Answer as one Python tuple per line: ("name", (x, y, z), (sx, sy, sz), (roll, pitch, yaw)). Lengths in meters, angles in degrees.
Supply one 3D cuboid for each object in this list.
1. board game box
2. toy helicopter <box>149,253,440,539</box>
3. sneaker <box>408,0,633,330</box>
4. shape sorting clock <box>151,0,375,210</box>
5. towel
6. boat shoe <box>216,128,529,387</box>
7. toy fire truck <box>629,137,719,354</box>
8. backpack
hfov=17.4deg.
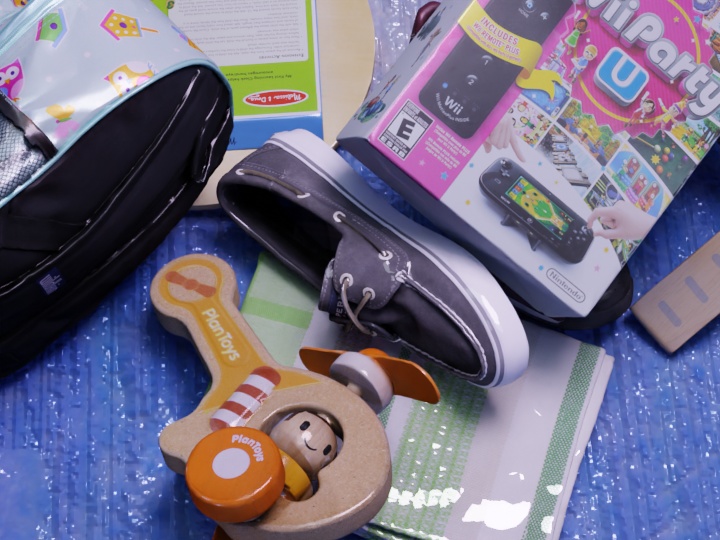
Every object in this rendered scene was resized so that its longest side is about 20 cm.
("board game box", (0.108, -0.099, 1.202), (0.147, 0.064, 0.200), (39, 81, -11))
("toy helicopter", (-0.045, 0.056, 1.186), (0.132, 0.079, 0.200), (-26, 49, -10))
("sneaker", (0.078, -0.066, 1.260), (0.076, 0.116, 0.200), (-28, 60, -21))
("shape sorting clock", (-0.091, -0.124, 1.334), (0.199, 0.039, 0.201), (-1, 62, 1))
("towel", (0.020, 0.076, 1.234), (0.199, 0.031, 0.149), (16, 57, 8))
("boat shoe", (0.000, 0.000, 1.219), (0.066, 0.070, 0.200), (-29, 59, -30))
("toy fire truck", (0.208, -0.070, 1.290), (0.176, 0.129, 0.200), (38, 54, 18))
("backpack", (-0.168, -0.061, 1.202), (0.200, 0.176, 0.153), (-36, 69, -9))
